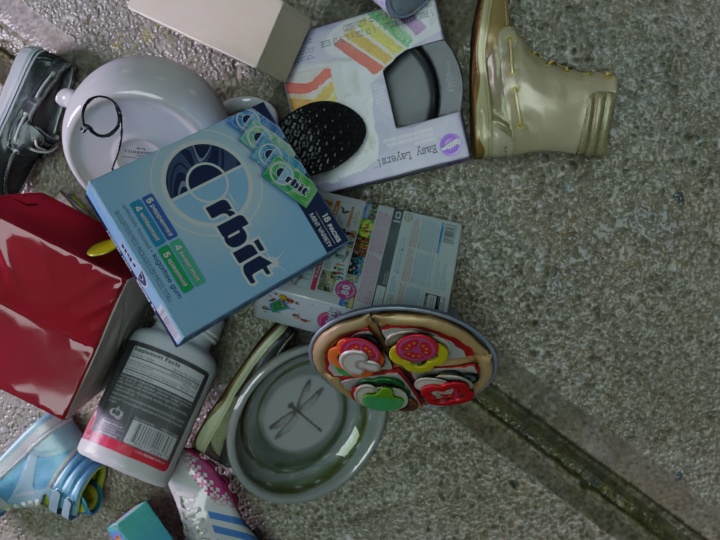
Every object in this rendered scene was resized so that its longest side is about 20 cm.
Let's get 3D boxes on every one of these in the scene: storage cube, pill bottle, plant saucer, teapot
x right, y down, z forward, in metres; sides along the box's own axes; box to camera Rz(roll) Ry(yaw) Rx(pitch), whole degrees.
[{"bbox_3d":[-0.342,0.030,0.922,0.179,0.200,0.172,26,98,0],"label":"storage cube"},{"bbox_3d":[-0.232,0.135,0.949,0.110,0.111,0.201,20,72,7],"label":"pill bottle"},{"bbox_3d":[-0.065,0.168,0.950,0.198,0.050,0.202,-10,113,-25],"label":"plant saucer"},{"bbox_3d":[-0.227,-0.165,0.936,0.197,0.147,0.200,-35,120,29],"label":"teapot"}]

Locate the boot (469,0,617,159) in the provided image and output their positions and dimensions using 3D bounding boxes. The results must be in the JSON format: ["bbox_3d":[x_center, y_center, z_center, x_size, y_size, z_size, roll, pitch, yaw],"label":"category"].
[{"bbox_3d":[0.197,-0.220,0.894,0.154,0.073,0.202,1,85,3],"label":"boot"}]

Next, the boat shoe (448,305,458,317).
[{"bbox_3d":[0.014,0.048,0.953,0.198,0.070,0.067,15,135,3],"label":"boat shoe"}]

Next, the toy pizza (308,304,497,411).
[{"bbox_3d":[0.043,0.103,0.862,0.198,0.201,0.032,-1,52,9],"label":"toy pizza"}]

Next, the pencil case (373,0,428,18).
[{"bbox_3d":[0.001,-0.358,0.884,0.200,0.090,0.083,49,139,20],"label":"pencil case"}]

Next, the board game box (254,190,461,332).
[{"bbox_3d":[0.000,0.000,0.901,0.198,0.065,0.148,15,54,1],"label":"board game box"}]

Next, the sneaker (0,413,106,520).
[{"bbox_3d":[-0.402,0.284,1.032,0.131,0.080,0.200,45,101,5],"label":"sneaker"}]

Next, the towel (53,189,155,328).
[{"bbox_3d":[-0.342,0.018,1.028,0.200,0.023,0.144,45,101,4],"label":"towel"}]

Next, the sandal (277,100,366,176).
[{"bbox_3d":[-0.087,-0.122,0.905,0.199,0.045,0.076,-31,101,-5],"label":"sandal"}]

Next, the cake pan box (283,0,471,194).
[{"bbox_3d":[0.019,-0.194,0.936,0.198,0.052,0.186,-12,95,10],"label":"cake pan box"}]

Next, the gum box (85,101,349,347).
[{"bbox_3d":[-0.136,-0.050,0.811,0.199,0.045,0.171,-30,87,-28],"label":"gum box"}]

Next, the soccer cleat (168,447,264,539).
[{"bbox_3d":[-0.180,0.301,0.975,0.070,0.086,0.201,-30,99,43],"label":"soccer cleat"}]

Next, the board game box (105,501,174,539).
[{"bbox_3d":[-0.221,0.370,0.976,0.045,0.152,0.201,-36,89,-27],"label":"board game box"}]

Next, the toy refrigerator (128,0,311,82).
[{"bbox_3d":[-0.158,-0.286,0.923,0.199,0.070,0.076,29,99,24],"label":"toy refrigerator"}]

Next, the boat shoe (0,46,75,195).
[{"bbox_3d":[-0.400,-0.168,0.995,0.070,0.072,0.202,18,96,12],"label":"boat shoe"}]

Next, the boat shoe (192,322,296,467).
[{"bbox_3d":[-0.126,0.147,0.983,0.065,0.073,0.201,34,109,0],"label":"boat shoe"}]

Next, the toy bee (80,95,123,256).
[{"bbox_3d":[-0.231,-0.068,0.869,0.108,0.130,0.202,-21,79,54],"label":"toy bee"}]
